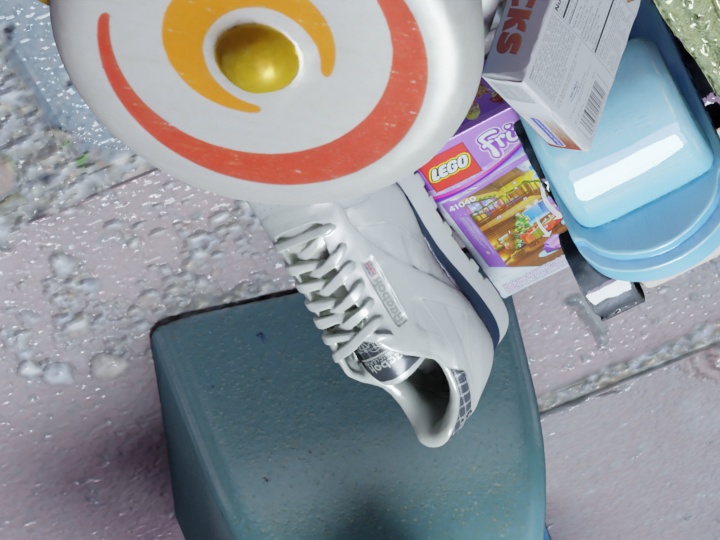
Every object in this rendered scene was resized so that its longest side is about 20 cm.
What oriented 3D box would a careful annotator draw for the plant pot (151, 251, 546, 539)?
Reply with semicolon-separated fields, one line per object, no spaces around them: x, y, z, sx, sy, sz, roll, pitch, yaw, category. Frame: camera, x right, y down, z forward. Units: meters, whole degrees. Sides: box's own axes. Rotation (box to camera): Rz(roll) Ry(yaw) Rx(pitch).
0.010;0.142;1.525;0.196;0.200;0.196;-13;143;-8;plant pot

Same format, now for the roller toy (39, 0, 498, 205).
-0.034;-0.126;1.182;0.182;0.140;0.200;-24;123;29;roller toy

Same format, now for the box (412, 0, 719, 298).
0.130;-0.076;1.438;0.200;0.039;0.137;-27;141;10;box

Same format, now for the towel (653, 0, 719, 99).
0.192;-0.136;1.296;0.036;0.149;0.200;5;150;38;towel

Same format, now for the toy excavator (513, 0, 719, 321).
0.102;-0.098;1.300;0.100;0.195;0.200;-26;155;9;toy excavator

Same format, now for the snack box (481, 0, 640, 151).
0.107;-0.157;1.223;0.024;0.200;0.072;10;163;34;snack box

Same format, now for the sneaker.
0.000;0.000;1.404;0.076;0.081;0.200;-17;127;43;sneaker

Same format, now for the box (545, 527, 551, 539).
0.048;0.271;1.706;0.200;0.193;0.122;-19;142;0;box
